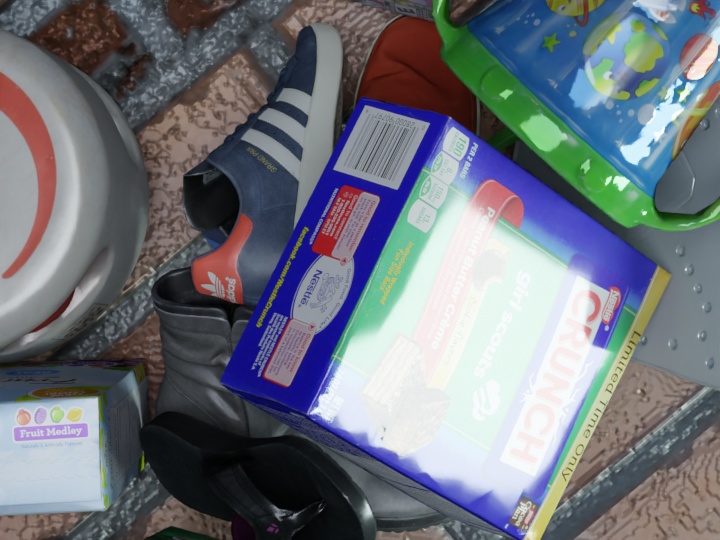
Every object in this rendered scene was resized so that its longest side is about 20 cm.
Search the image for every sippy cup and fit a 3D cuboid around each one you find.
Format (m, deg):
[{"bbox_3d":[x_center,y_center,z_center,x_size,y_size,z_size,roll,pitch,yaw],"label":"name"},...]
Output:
[{"bbox_3d":[0.132,-0.115,1.536,0.130,0.140,0.178,-48,125,7],"label":"sippy cup"}]

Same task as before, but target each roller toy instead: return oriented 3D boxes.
[{"bbox_3d":[-0.215,-0.038,1.657,0.182,0.140,0.201,4,87,10],"label":"roller toy"}]

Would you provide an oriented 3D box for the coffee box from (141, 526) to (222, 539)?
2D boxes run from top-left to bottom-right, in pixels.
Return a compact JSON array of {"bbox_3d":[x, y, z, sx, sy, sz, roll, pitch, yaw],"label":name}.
[{"bbox_3d":[-0.060,0.176,1.598,0.122,0.200,0.044,15,88,1],"label":"coffee box"}]

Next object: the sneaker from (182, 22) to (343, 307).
[{"bbox_3d":[-0.053,-0.062,1.634,0.084,0.200,0.075,2,136,4],"label":"sneaker"}]

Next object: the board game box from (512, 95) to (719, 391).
[{"bbox_3d":[0.163,-0.052,1.628,0.200,0.026,0.201,19,103,46],"label":"board game box"}]

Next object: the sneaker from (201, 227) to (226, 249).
[{"bbox_3d":[0.000,0.000,1.680,0.199,0.074,0.082,14,132,19],"label":"sneaker"}]

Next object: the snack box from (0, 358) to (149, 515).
[{"bbox_3d":[-0.209,0.091,1.639,0.168,0.200,0.068,-3,95,3],"label":"snack box"}]

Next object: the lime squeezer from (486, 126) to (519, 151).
[{"bbox_3d":[0.112,-0.125,1.638,0.038,0.071,0.201,4,123,-22],"label":"lime squeezer"}]

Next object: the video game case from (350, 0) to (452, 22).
[{"bbox_3d":[-0.050,-0.186,1.626,0.199,0.143,0.018,15,79,8],"label":"video game case"}]

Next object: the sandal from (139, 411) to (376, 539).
[{"bbox_3d":[-0.061,0.125,1.594,0.048,0.200,0.076,-37,115,-28],"label":"sandal"}]

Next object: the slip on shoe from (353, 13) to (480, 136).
[{"bbox_3d":[0.024,-0.070,1.636,0.074,0.061,0.201,4,51,10],"label":"slip on shoe"}]

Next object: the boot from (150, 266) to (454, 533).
[{"bbox_3d":[-0.023,0.070,1.667,0.199,0.070,0.132,7,124,1],"label":"boot"}]

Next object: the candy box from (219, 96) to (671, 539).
[{"bbox_3d":[0.048,0.030,1.550,0.200,0.077,0.170,32,81,-43],"label":"candy box"}]
